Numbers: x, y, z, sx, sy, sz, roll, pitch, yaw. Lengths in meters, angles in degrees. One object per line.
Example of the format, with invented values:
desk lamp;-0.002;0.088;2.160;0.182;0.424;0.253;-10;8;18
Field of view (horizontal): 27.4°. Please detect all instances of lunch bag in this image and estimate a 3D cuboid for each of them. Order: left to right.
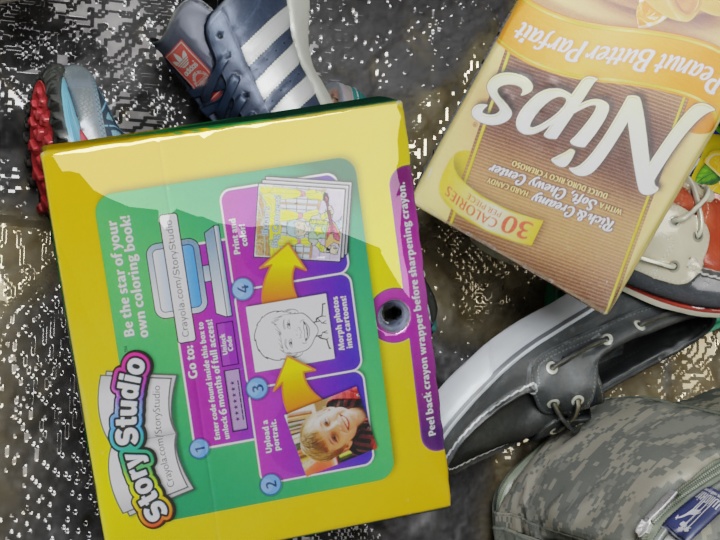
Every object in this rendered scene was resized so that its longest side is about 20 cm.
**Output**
lunch bag;0.177;0.141;0.788;0.166;0.200;0.141;-10;93;-20

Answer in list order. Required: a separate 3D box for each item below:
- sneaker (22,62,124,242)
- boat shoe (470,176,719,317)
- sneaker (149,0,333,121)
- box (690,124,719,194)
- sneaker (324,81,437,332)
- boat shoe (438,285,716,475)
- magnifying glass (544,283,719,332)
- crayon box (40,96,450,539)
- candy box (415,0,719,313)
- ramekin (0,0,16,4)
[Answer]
sneaker;-0.107;-0.021;0.779;0.095;0.079;0.202;-29;104;-27
boat shoe;0.156;-0.027;0.809;0.197;0.063;0.072;12;50;6
sneaker;-0.065;-0.096;0.776;0.084;0.075;0.202;2;67;-38
box;0.227;-0.052;0.890;0.198;0.070;0.065;20;81;-16
sneaker;0.000;0.000;0.814;0.079;0.071;0.203;7;80;-34
boat shoe;0.114;0.056;0.818;0.199;0.069;0.057;-34;59;-19
magnifying glass;0.205;0.023;0.902;0.197;0.022;0.081;4;84;-20
crayon box;-0.054;0.028;0.714;0.170;0.058;0.203;-9;100;-9
candy box;0.122;-0.096;0.738;0.115;0.055;0.202;29;99;0
ramekin;-0.184;-0.222;0.700;0.097;0.200;0.203;-12;89;-26
